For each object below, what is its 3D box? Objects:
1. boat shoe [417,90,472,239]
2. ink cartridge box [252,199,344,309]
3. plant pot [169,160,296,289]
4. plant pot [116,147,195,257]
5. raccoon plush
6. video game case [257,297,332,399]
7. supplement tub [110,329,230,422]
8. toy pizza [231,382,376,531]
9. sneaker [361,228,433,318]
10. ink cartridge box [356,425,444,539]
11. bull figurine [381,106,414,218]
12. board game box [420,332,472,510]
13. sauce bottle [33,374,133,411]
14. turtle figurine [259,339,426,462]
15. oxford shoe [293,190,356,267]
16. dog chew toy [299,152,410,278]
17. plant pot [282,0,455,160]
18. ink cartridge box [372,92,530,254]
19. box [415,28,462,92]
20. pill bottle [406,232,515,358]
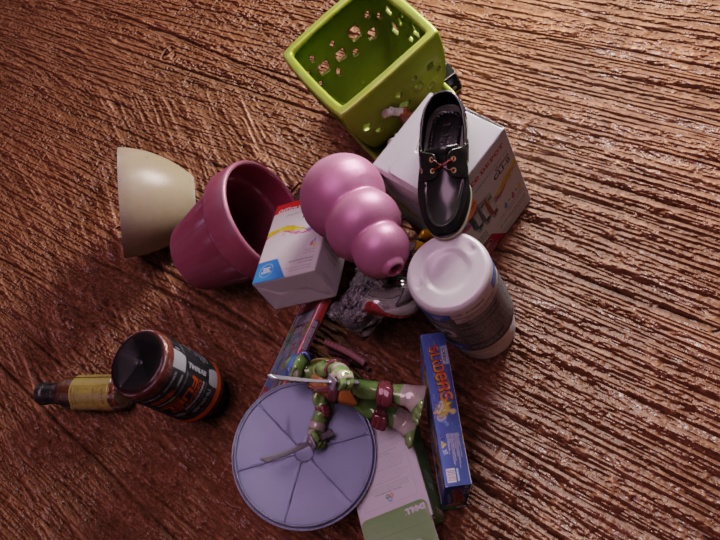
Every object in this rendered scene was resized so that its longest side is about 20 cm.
[{"bbox_3d":[0.107,-0.140,0.967,0.073,0.063,0.203,-3,67,19],"label":"boat shoe"},{"bbox_3d":[-0.081,-0.048,1.135,0.115,0.067,0.201,-13,46,28],"label":"ink cartridge box"},{"bbox_3d":[-0.217,-0.059,1.253,0.178,0.199,0.202,-26,55,31],"label":"plant pot"},{"bbox_3d":[-0.376,-0.128,1.373,0.133,0.201,0.202,-4,57,-16],"label":"plant pot"},{"bbox_3d":[0.000,0.000,1.114,0.096,0.133,0.202,-25,79,39],"label":"raccoon plush"},{"bbox_3d":[-0.100,0.117,1.143,0.017,0.143,0.201,27,75,-12],"label":"video game case"},{"bbox_3d":[-0.284,0.172,1.150,0.106,0.200,0.108,-11,62,21],"label":"supplement tub"},{"bbox_3d":[-0.077,0.252,1.017,0.198,0.032,0.202,0,68,0],"label":"toy pizza"},{"bbox_3d":[0.060,0.002,1.042,0.077,0.083,0.200,9,30,28],"label":"sneaker"},{"bbox_3d":[0.049,0.308,1.007,0.103,0.059,0.201,-25,57,13],"label":"ink cartridge box"},{"bbox_3d":[0.058,-0.166,1.170,0.065,0.121,0.201,41,117,36],"label":"bull figurine"},{"bbox_3d":[0.110,0.202,0.985,0.034,0.136,0.202,-7,61,0],"label":"board game box"},{"bbox_3d":[-0.491,0.217,1.311,0.198,0.066,0.067,-4,63,26],"label":"sauce bottle"},{"bbox_3d":[-0.022,0.186,0.951,0.192,0.200,0.145,14,104,5],"label":"turtle figurine"},{"bbox_3d":[-0.044,-0.086,1.247,0.071,0.071,0.201,-35,54,1],"label":"oxford shoe"},{"bbox_3d":[-0.001,-0.069,1.007,0.124,0.125,0.201,-38,55,4],"label":"dog chew toy"},{"bbox_3d":[0.026,-0.311,1.199,0.200,0.182,0.199,-41,55,3],"label":"plant pot"},{"bbox_3d":[0.140,-0.130,1.100,0.144,0.200,0.146,34,83,34],"label":"ink cartridge box"},{"bbox_3d":[0.061,-0.329,1.331,0.199,0.049,0.160,-35,53,6],"label":"box"},{"bbox_3d":[0.146,0.043,1.010,0.113,0.200,0.115,-11,60,20],"label":"pill bottle"}]
